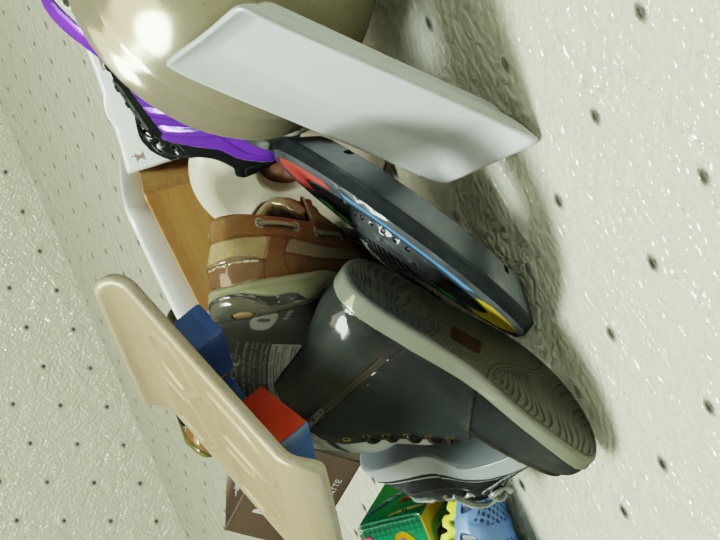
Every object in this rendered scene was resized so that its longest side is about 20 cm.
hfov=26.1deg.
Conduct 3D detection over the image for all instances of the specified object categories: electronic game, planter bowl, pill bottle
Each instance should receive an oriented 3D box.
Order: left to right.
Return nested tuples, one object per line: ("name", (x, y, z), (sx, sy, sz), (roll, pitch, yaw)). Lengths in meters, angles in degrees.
("planter bowl", (-0.067, -0.202, 0.956), (0.135, 0.199, 0.202), (-44, 69, 45))
("pill bottle", (-0.023, 0.073, 1.125), (0.198, 0.113, 0.114), (-1, 116, 42))
("electronic game", (0.027, -0.021, 0.991), (0.199, 0.042, 0.200), (36, 178, 2))

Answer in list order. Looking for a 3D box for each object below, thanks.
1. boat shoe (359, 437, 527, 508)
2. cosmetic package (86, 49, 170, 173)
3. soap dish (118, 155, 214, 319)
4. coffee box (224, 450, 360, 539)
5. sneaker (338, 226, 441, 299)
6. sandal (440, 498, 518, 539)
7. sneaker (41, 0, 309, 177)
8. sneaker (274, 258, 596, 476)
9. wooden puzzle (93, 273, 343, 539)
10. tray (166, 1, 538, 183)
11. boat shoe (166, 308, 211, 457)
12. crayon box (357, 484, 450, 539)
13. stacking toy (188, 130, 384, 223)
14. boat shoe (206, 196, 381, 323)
("boat shoe", (0.079, 0.135, 1.111), (0.068, 0.074, 0.199), (39, 145, -21))
("cosmetic package", (-0.171, -0.171, 1.341), (0.200, 0.080, 0.114), (-96, -10, -69))
("soap dish", (-0.141, -0.031, 1.335), (0.200, 0.080, 0.159), (-121, 6, -69))
("coffee box", (-0.059, 0.115, 1.315), (0.201, 0.079, 0.115), (-95, 26, -50))
("sneaker", (0.000, 0.000, 1.207), (0.198, 0.087, 0.077), (20, 130, 34))
("sandal", (0.122, 0.250, 1.180), (0.086, 0.079, 0.202), (-17, 90, 36))
("sneaker", (-0.132, -0.122, 1.020), (0.199, 0.070, 0.100), (31, 135, -14))
("sneaker", (0.048, 0.086, 0.994), (0.199, 0.075, 0.107), (34, 118, -1))
("wooden puzzle", (-0.082, 0.097, 1.034), (0.200, 0.046, 0.186), (40, 160, 24))
("tray", (-0.003, -0.104, 0.896), (0.107, 0.198, 0.022), (-19, 55, 59))
("boat shoe", (-0.143, 0.092, 1.338), (0.200, 0.071, 0.069), (-119, 51, -69))
("crayon box", (0.072, 0.263, 1.249), (0.202, 0.058, 0.119), (69, -159, -10))
("stacking toy", (-0.066, -0.138, 1.174), (0.147, 0.144, 0.201), (85, 174, -48))
("boat shoe", (-0.041, -0.014, 1.030), (0.200, 0.075, 0.075), (-12, -91, -70))
